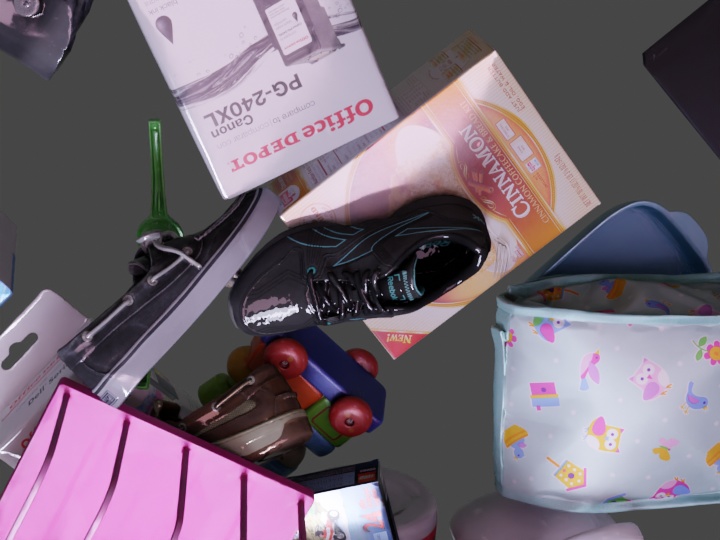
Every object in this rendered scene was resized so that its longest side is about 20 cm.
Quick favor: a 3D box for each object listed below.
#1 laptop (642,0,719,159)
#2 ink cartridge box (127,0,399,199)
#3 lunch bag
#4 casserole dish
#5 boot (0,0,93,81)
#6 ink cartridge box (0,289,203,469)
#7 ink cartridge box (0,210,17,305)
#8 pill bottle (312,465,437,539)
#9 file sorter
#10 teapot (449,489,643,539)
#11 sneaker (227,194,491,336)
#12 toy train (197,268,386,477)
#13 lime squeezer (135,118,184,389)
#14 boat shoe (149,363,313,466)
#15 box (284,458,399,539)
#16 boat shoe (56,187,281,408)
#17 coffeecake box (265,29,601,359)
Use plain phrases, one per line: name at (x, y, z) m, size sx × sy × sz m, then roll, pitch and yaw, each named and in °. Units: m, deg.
laptop at (0.350, -0.142, 1.245) m, size 0.177 × 0.103 × 0.200 m, roll -38°, pitch 139°, yaw 4°
ink cartridge box at (-0.076, -0.172, 1.100) m, size 0.145 × 0.083 × 0.201 m, roll -25°, pitch 113°, yaw -2°
lunch bag at (0.198, 0.092, 1.194) m, size 0.199 × 0.122 × 0.171 m, roll -1°, pitch 110°, yaw -4°
casserole dish at (0.193, 0.025, 1.258) m, size 0.200 × 0.039 × 0.121 m, roll -42°, pitch 113°, yaw 6°
boot at (-0.293, -0.186, 1.054) m, size 0.199 × 0.066 × 0.165 m, roll 26°, pitch 102°, yaw -17°
ink cartridge box at (-0.202, 0.122, 1.192) m, size 0.200 × 0.067 × 0.117 m, roll 41°, pitch 98°, yaw -22°
ink cartridge box at (-0.361, 0.008, 1.072) m, size 0.200 × 0.147 × 0.145 m, roll -41°, pitch 113°, yaw 4°
pill bottle at (-0.002, 0.273, 1.264) m, size 0.119 × 0.120 × 0.201 m, roll -1°, pitch 111°, yaw -12°
file sorter at (-0.148, 0.195, 1.051) m, size 0.199 × 0.126 × 0.139 m, roll 26°, pitch 106°, yaw -13°
teapot at (0.166, 0.253, 1.253) m, size 0.145 × 0.200 × 0.198 m, roll -21°, pitch 112°, yaw 0°
sneaker at (0.000, 0.000, 1.106) m, size 0.199 × 0.079 × 0.076 m, roll -21°, pitch 114°, yaw -1°
toy train at (-0.084, 0.072, 1.202) m, size 0.116 × 0.085 × 0.200 m, roll -40°, pitch 109°, yaw 23°
lime squeezer at (-0.157, -0.009, 1.159) m, size 0.038 × 0.071 × 0.201 m, roll -1°, pitch 80°, yaw 18°
boat shoe at (-0.137, 0.131, 1.147) m, size 0.202 × 0.075 × 0.075 m, roll -25°, pitch 79°, yaw 4°
box at (-0.029, 0.251, 1.172) m, size 0.136 × 0.038 × 0.201 m, roll -13°, pitch 109°, yaw 5°
boat shoe at (-0.135, 0.003, 1.090) m, size 0.068 × 0.074 × 0.200 m, roll 42°, pitch 70°, yaw -6°
coffeecake box at (0.054, -0.057, 1.178) m, size 0.200 × 0.073 × 0.154 m, roll -37°, pitch 114°, yaw 4°
